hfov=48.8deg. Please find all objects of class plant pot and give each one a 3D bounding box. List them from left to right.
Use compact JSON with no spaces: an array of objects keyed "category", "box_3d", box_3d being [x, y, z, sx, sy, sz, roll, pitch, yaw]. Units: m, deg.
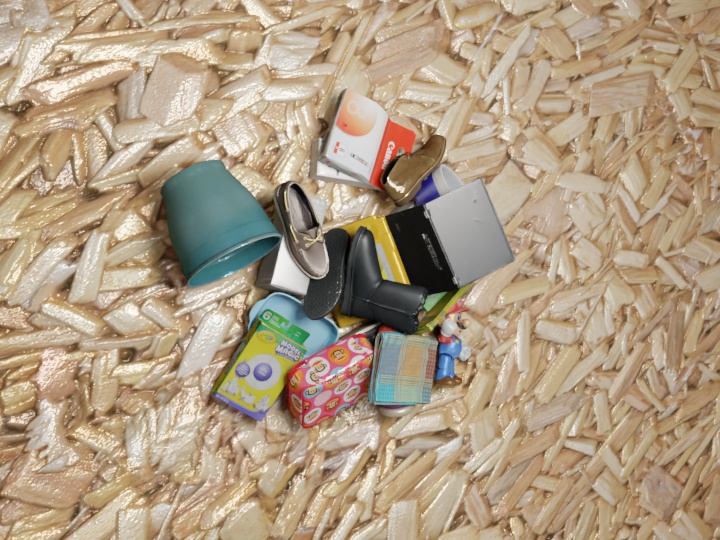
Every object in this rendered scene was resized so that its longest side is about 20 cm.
[{"category":"plant pot","box_3d":[-0.278,-0.099,1.505,0.199,0.200,0.189,-25,82,-24]}]

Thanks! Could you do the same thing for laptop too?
[{"category":"laptop","box_3d":[0.179,-0.064,1.636,0.116,0.199,0.188,-32,103,-41]}]

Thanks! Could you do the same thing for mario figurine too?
[{"category":"mario figurine","box_3d":[0.213,0.158,1.758,0.105,0.123,0.202,2,90,-13]}]

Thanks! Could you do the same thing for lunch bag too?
[{"category":"lunch bag","box_3d":[-0.053,0.234,1.616,0.199,0.082,0.177,-25,141,-26]}]

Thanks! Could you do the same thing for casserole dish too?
[{"category":"casserole dish","box_3d":[-0.137,0.118,1.615,0.199,0.039,0.121,33,102,-19]}]

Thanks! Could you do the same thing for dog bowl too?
[{"category":"dog bowl","box_3d":[0.201,-0.127,1.723,0.079,0.200,0.200,-34,105,20]}]

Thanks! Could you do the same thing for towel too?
[{"category":"towel","box_3d":[0.092,0.204,1.631,0.199,0.022,0.148,12,85,-49]},{"category":"towel","box_3d":[0.180,0.068,1.707,0.018,0.086,0.200,51,58,-10]}]

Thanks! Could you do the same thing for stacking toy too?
[{"category":"stacking toy","box_3d":[0.066,0.204,1.673,0.085,0.085,0.201,-16,110,-25]}]

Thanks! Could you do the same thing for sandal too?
[{"category":"sandal","box_3d":[-0.058,0.012,1.600,0.048,0.075,0.202,54,48,-57]}]

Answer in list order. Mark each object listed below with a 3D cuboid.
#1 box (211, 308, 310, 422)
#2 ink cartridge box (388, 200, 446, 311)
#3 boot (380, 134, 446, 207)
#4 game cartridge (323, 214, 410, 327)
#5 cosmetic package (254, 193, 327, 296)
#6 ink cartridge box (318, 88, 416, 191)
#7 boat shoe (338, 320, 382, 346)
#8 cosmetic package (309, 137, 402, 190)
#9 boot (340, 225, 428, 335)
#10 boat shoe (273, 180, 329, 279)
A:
[{"category":"box","box_3d":[-0.192,0.186,1.571,0.117,0.048,0.201,32,89,-20]},{"category":"ink cartridge box","box_3d":[0.119,-0.031,1.737,0.145,0.087,0.200,-43,103,-17]},{"category":"boot","box_3d":[0.116,-0.233,1.695,0.075,0.073,0.200,46,63,-20]},{"category":"game cartridge","box_3d":[0.000,0.000,1.657,0.175,0.032,0.201,-20,98,13]},{"category":"cosmetic package","box_3d":[-0.140,-0.053,1.606,0.090,0.107,0.201,20,77,-23]},{"category":"ink cartridge box","box_3d":[0.025,-0.267,1.675,0.199,0.050,0.163,22,75,-19]},{"category":"boat shoe","box_3d":[0.029,0.142,1.694,0.199,0.073,0.063,-25,95,-29]},{"category":"cosmetic package","box_3d":[-0.009,-0.225,1.709,0.199,0.051,0.083,6,85,-25]},{"category":"boot","box_3d":[0.056,0.021,1.596,0.167,0.076,0.202,13,109,11]},{"category":"boat shoe","box_3d":[-0.108,-0.078,1.532,0.072,0.059,0.201,-23,97,-25]}]
